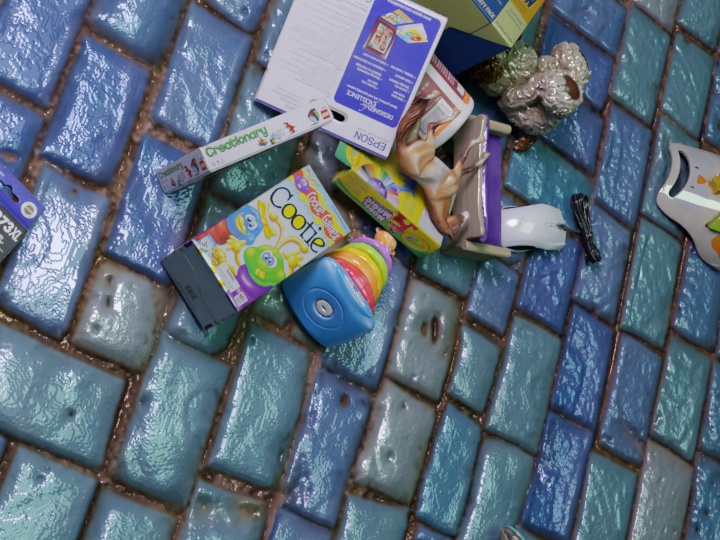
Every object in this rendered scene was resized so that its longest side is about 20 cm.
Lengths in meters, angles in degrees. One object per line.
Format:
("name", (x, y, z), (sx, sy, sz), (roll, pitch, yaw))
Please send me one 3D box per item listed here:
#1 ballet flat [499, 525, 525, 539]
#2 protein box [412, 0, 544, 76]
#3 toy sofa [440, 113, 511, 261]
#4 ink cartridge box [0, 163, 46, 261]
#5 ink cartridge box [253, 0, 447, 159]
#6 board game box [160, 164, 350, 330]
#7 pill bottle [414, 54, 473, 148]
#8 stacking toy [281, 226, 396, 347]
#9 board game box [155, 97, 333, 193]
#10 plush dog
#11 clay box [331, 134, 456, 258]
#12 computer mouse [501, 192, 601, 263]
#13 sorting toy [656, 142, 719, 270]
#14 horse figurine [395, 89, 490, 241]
("ballet flat", (0.247, 0.448, 1.736), (0.075, 0.068, 0.200), (-48, 111, -15))
("protein box", (0.155, -0.394, 1.746), (0.135, 0.198, 0.201), (46, 58, -18))
("toy sofa", (0.177, -0.119, 1.776), (0.082, 0.097, 0.203), (10, 74, -32))
("ink cartridge box", (-0.441, -0.037, 1.372), (0.095, 0.037, 0.201), (47, 57, -18))
("ink cartridge box", (-0.013, -0.279, 1.625), (0.196, 0.047, 0.202), (24, 105, -3))
("board game box", (-0.128, -0.030, 1.538), (0.199, 0.103, 0.105), (-37, 96, -34))
("pill bottle", (0.054, -0.268, 1.710), (0.200, 0.114, 0.115), (47, 59, -17))
("stacking toy", (0.000, 0.000, 1.642), (0.117, 0.109, 0.200), (56, 42, -11))
("board game box", (-0.144, -0.156, 1.544), (0.199, 0.126, 0.035), (-28, 97, -36))
("plush dog", (0.234, -0.285, 1.846), (0.172, 0.161, 0.200), (41, 31, -5))
("clay box", (0.039, -0.123, 1.697), (0.200, 0.047, 0.116), (40, 45, -20))
("computer mouse", (0.287, -0.063, 1.874), (0.198, 0.044, 0.111), (-3, 83, -35))
("sorting toy", (0.585, -0.131, 2.078), (0.178, 0.107, 0.202), (22, 67, -9))
("horse figurine", (0.102, -0.151, 1.658), (0.133, 0.050, 0.200), (-50, 128, -7))
